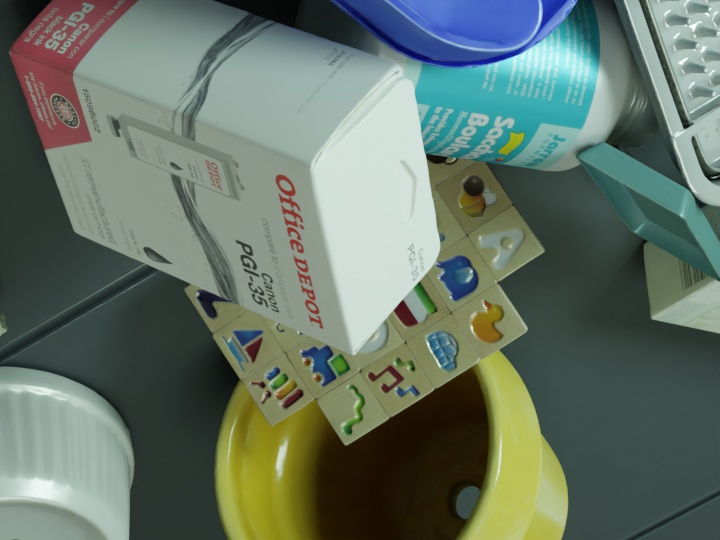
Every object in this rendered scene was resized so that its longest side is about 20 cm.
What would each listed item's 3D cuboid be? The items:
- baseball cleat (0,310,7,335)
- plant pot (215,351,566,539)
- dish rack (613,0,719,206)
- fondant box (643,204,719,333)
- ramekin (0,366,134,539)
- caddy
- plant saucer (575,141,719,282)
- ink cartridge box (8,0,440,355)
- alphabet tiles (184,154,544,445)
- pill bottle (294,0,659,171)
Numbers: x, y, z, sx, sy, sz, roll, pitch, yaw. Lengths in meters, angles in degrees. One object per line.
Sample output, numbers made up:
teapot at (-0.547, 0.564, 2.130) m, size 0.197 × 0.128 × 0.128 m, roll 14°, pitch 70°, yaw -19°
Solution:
baseball cleat at (-0.268, -0.007, 1.174) m, size 0.106 × 0.070 × 0.200 m, roll -17°, pitch 136°, yaw -2°
plant pot at (0.037, 0.135, 1.338) m, size 0.201 × 0.201 × 0.189 m, roll -33°, pitch 151°, yaw 15°
dish rack at (0.209, -0.154, 1.138) m, size 0.172 × 0.044 × 0.200 m, roll -31°, pitch 114°, yaw -19°
fondant box at (0.306, -0.002, 1.351) m, size 0.200 × 0.058 × 0.144 m, roll 11°, pitch 153°, yaw -29°
ramekin at (-0.240, 0.162, 1.337) m, size 0.202 × 0.094 × 0.202 m, roll -9°, pitch 136°, yaw -9°
caddy at (0.032, -0.189, 1.032) m, size 0.200 × 0.105 × 0.141 m, roll 37°, pitch 87°, yaw -11°
plant saucer at (0.174, -0.033, 1.208) m, size 0.019 × 0.070 × 0.200 m, roll -58°, pitch 161°, yaw -1°
ink cartridge box at (-0.069, -0.061, 1.094) m, size 0.083 × 0.200 × 0.147 m, roll -49°, pitch 146°, yaw -30°
alphabet tiles at (0.000, 0.000, 1.235) m, size 0.200 × 0.166 × 0.006 m, roll -33°, pitch 179°, yaw 16°
pill bottle at (0.071, -0.115, 1.151) m, size 0.200 × 0.111 × 0.111 m, roll 6°, pitch 131°, yaw -24°
